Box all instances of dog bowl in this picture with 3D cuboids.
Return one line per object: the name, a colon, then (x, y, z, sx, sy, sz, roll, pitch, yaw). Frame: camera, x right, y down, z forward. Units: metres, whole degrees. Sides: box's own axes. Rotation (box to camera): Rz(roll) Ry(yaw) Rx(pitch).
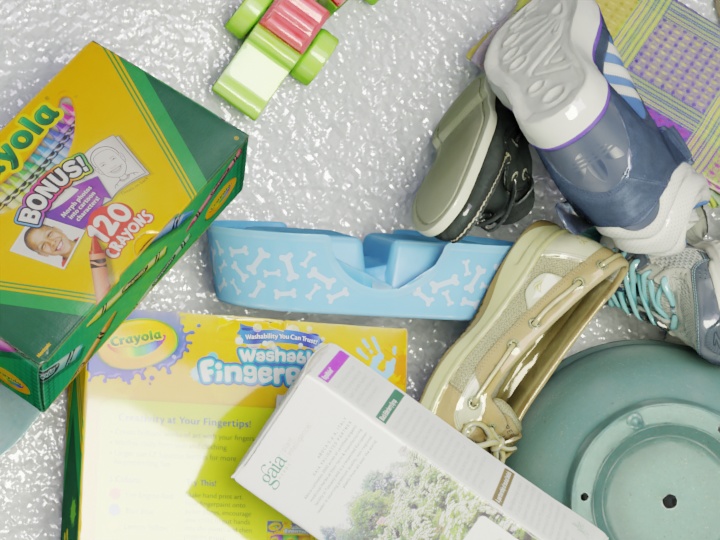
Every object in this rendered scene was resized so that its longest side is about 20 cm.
dog bowl: (0.000, 0.000, 1.313, 0.200, 0.111, 0.050, 4, 94, -17)

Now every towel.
towel: (0.184, -0.132, 1.398, 0.200, 0.023, 0.144, 31, 52, 7)

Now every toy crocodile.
toy crocodile: (-0.026, -0.182, 1.364, 0.067, 0.062, 0.200, 40, 71, -5)

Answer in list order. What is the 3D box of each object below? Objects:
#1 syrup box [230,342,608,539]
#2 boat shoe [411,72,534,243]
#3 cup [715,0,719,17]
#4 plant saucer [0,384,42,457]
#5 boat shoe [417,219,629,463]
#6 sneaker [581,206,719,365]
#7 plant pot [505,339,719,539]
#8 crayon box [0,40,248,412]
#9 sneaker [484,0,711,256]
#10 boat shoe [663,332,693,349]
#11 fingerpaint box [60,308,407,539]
syrup box: (0.035, 0.134, 1.199, 0.200, 0.081, 0.079, 35, 106, 3)
boat shoe: (0.080, -0.059, 1.320, 0.066, 0.199, 0.075, 39, 109, -11)
cup: (0.361, -0.213, 1.437, 0.200, 0.143, 0.201, 4, 77, -16)
plant saucer: (-0.277, 0.034, 1.255, 0.201, 0.039, 0.201, 3, 79, -17)
boat shoe: (0.091, 0.066, 1.281, 0.063, 0.073, 0.201, 23, 73, 27)
sneaker: (0.187, 0.010, 1.337, 0.086, 0.200, 0.078, -7, 112, -3)
plant pot: (0.181, 0.139, 1.293, 0.200, 0.134, 0.201, 0, 86, 0)
crayon box: (-0.170, -0.029, 1.231, 0.119, 0.058, 0.200, 32, 60, 13)
sneaker: (0.152, -0.083, 1.309, 0.081, 0.200, 0.146, -35, 114, 15)
boat shoe: (0.291, 0.087, 1.403, 0.200, 0.075, 0.068, 21, 74, -1)
fingerpaint box: (-0.077, 0.113, 1.281, 0.200, 0.073, 0.167, 4, 79, -17)
